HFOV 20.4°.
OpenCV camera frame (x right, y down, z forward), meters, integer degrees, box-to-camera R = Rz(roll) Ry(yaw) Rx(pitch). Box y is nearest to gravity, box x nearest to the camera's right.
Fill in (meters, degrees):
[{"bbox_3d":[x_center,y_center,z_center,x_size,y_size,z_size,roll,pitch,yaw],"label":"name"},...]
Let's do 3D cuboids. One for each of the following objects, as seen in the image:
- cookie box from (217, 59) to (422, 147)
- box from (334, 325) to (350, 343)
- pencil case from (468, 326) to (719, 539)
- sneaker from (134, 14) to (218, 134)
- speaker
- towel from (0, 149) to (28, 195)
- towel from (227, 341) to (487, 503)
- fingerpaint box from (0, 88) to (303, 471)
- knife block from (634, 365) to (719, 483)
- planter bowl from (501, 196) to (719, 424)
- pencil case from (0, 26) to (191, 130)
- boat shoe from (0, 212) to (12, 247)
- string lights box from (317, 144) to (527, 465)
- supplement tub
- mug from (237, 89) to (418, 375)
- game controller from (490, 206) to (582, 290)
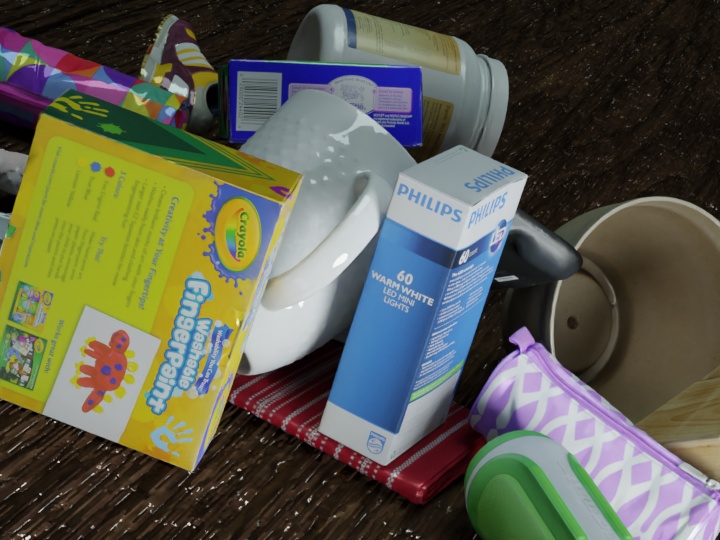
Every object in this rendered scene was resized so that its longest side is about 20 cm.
[{"bbox_3d":[-0.041,-0.148,1.794,0.171,0.075,0.200,1,3,-7],"label":"cookie box"},{"bbox_3d":[0.000,0.000,1.621,0.117,0.060,0.200,21,17,-21],"label":"box"},{"bbox_3d":[0.171,0.133,1.410,0.200,0.086,0.084,36,42,17],"label":"pencil case"},{"bbox_3d":[-0.172,-0.182,1.947,0.090,0.075,0.200,26,26,-8],"label":"sneaker"},{"bbox_3d":[0.132,0.184,1.282,0.088,0.089,0.200,11,23,-23],"label":"speaker"},{"bbox_3d":[-0.196,-0.061,1.576,0.200,0.032,0.191,18,8,38],"label":"towel"},{"bbox_3d":[-0.009,0.101,1.451,0.200,0.023,0.145,26,24,20],"label":"towel"},{"bbox_3d":[-0.149,0.006,1.309,0.167,0.200,0.073,20,21,2],"label":"fingerpaint box"},{"bbox_3d":[0.266,0.124,1.398,0.064,0.200,0.176,48,24,-9],"label":"knife block"},{"bbox_3d":[0.194,0.042,1.578,0.200,0.200,0.135,7,-2,-30],"label":"planter bowl"},{"bbox_3d":[-0.245,-0.146,1.765,0.200,0.088,0.088,20,21,6],"label":"pencil case"},{"bbox_3d":[-0.205,-0.012,1.490,0.202,0.065,0.074,19,21,-2],"label":"boat shoe"},{"bbox_3d":[0.044,0.023,1.378,0.059,0.200,0.103,25,24,19],"label":"string lights box"},{"bbox_3d":[0.032,-0.174,1.992,0.200,0.144,0.144,13,22,-19],"label":"supplement tub"},{"bbox_3d":[-0.042,-0.019,1.407,0.148,0.175,0.200,48,-20,-14],"label":"mug"},{"bbox_3d":[0.087,-0.020,1.498,0.104,0.042,0.200,25,-12,-18],"label":"game controller"}]
